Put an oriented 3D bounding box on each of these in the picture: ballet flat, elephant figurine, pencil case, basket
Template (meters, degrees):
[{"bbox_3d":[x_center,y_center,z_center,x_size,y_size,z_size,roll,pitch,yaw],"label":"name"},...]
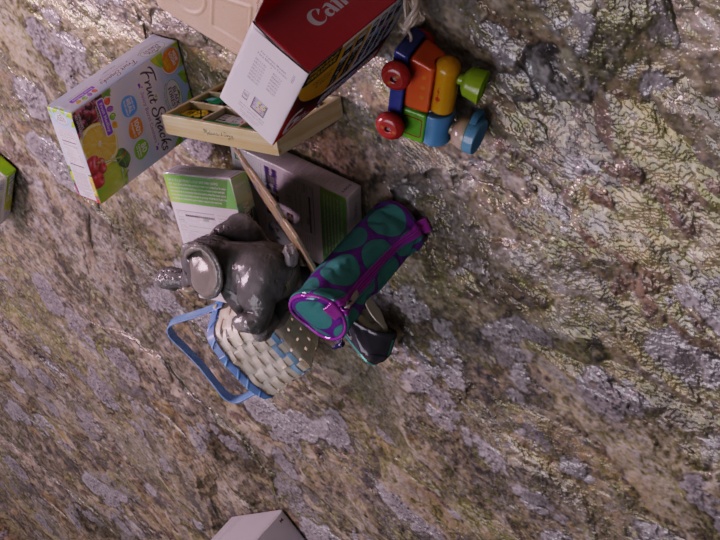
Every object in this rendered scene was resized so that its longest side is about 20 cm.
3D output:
[{"bbox_3d":[-0.024,0.044,1.678,0.200,0.073,0.073,44,145,14],"label":"ballet flat"},{"bbox_3d":[-0.181,-0.005,1.573,0.199,0.156,0.141,32,-179,14],"label":"elephant figurine"},{"bbox_3d":[0.000,0.000,1.485,0.092,0.200,0.086,-5,125,46],"label":"pencil case"},{"bbox_3d":[-0.170,0.113,1.797,0.199,0.140,0.177,-24,122,24],"label":"basket"}]

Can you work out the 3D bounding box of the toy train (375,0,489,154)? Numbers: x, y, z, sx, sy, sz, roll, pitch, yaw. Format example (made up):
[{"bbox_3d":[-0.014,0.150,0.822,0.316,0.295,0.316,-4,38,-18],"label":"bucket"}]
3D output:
[{"bbox_3d":[0.089,-0.219,1.295,0.115,0.085,0.201,22,139,14],"label":"toy train"}]

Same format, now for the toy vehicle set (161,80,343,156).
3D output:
[{"bbox_3d":[-0.136,-0.194,1.499,0.199,0.124,0.027,14,127,36],"label":"toy vehicle set"}]

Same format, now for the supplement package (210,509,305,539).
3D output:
[{"bbox_3d":[-0.201,0.546,2.288,0.117,0.117,0.199,54,143,-10],"label":"supplement package"}]

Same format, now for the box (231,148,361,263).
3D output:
[{"bbox_3d":[-0.085,-0.088,1.618,0.199,0.036,0.145,28,141,26],"label":"box"}]

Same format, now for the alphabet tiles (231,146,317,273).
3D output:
[{"bbox_3d":[-0.103,-0.068,1.509,0.167,0.006,0.200,53,175,28],"label":"alphabet tiles"}]

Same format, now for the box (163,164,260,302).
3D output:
[{"bbox_3d":[-0.194,-0.047,1.673,0.143,0.036,0.202,10,123,41],"label":"box"}]

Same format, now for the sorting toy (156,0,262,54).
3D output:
[{"bbox_3d":[-0.177,-0.363,1.462,0.199,0.036,0.186,37,144,20],"label":"sorting toy"}]

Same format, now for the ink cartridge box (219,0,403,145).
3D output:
[{"bbox_3d":[-0.039,-0.258,1.274,0.084,0.200,0.176,42,145,4],"label":"ink cartridge box"}]

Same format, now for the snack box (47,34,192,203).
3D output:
[{"bbox_3d":[-0.312,-0.205,1.603,0.053,0.200,0.143,20,137,32],"label":"snack box"}]

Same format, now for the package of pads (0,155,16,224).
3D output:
[{"bbox_3d":[-0.710,-0.181,2.140,0.200,0.068,0.155,41,144,8],"label":"package of pads"}]
